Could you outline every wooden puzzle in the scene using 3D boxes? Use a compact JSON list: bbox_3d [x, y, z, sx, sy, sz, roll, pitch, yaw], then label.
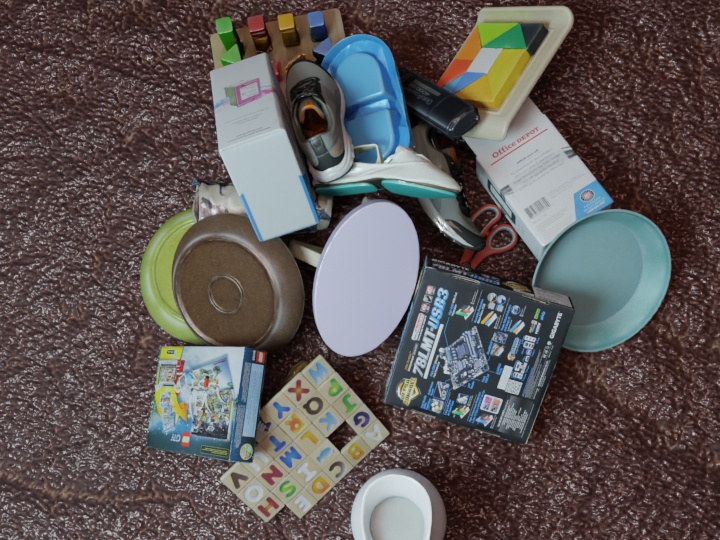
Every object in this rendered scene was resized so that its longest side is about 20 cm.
[{"bbox_3d":[0.176,-0.277,1.203,0.184,0.037,0.201,21,79,52],"label":"wooden puzzle"}]

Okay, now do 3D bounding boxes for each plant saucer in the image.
[{"bbox_3d":[0.311,0.010,1.157,0.198,0.036,0.202,-5,114,-12],"label":"plant saucer"},{"bbox_3d":[-0.169,0.027,1.147,0.198,0.034,0.203,6,108,20],"label":"plant saucer"},{"bbox_3d":[-0.217,0.002,1.234,0.198,0.031,0.202,-1,80,3],"label":"plant saucer"}]

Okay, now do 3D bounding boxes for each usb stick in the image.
[{"bbox_3d":[0.092,-0.231,1.202,0.055,0.033,0.200,-41,39,-3],"label":"usb stick"}]

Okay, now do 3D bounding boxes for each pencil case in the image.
[{"bbox_3d":[-0.131,-0.092,1.205,0.198,0.078,0.090,-4,54,-10],"label":"pencil case"}]

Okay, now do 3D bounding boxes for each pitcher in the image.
[{"bbox_3d":[0.045,0.331,1.067,0.120,0.200,0.174,3,79,4],"label":"pitcher"}]

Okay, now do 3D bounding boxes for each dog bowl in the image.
[{"bbox_3d":[0.012,-0.212,1.177,0.110,0.049,0.202,-15,79,20],"label":"dog bowl"}]

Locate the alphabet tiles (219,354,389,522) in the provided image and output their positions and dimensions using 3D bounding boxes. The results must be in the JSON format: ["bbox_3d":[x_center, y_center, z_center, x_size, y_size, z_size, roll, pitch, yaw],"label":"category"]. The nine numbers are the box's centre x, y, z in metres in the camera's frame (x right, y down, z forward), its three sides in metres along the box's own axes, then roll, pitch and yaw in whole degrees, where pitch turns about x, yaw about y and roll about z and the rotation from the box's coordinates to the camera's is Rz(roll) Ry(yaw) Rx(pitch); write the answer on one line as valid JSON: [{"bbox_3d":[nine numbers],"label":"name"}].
[{"bbox_3d":[-0.078,0.229,1.139,0.200,0.008,0.168,-43,120,-6],"label":"alphabet tiles"}]

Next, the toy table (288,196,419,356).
[{"bbox_3d":[0.000,0.000,1.151,0.183,0.117,0.201,26,97,-16],"label":"toy table"}]

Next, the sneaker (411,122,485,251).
[{"bbox_3d":[0.113,-0.114,1.195,0.079,0.074,0.201,-36,75,16],"label":"sneaker"}]

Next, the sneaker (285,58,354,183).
[{"bbox_3d":[-0.057,-0.207,1.115,0.073,0.080,0.201,-23,52,8],"label":"sneaker"}]

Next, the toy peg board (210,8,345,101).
[{"bbox_3d":[-0.111,-0.277,1.248,0.197,0.098,0.202,-11,79,1],"label":"toy peg board"}]

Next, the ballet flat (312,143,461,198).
[{"bbox_3d":[0.031,-0.127,1.105,0.198,0.069,0.070,4,79,23],"label":"ballet flat"}]

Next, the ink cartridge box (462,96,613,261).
[{"bbox_3d":[0.237,-0.128,1.205,0.115,0.068,0.201,-31,70,-3],"label":"ink cartridge box"}]

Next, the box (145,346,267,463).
[{"bbox_3d":[-0.202,0.168,1.134,0.199,0.037,0.138,-4,76,47],"label":"box"}]

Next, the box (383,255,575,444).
[{"bbox_3d":[0.149,0.104,1.129,0.196,0.050,0.202,16,109,1],"label":"box"}]

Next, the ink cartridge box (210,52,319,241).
[{"bbox_3d":[-0.122,-0.158,1.103,0.084,0.145,0.201,-17,41,3],"label":"ink cartridge box"}]

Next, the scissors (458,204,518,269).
[{"bbox_3d":[0.140,-0.004,1.224,0.073,0.014,0.200,41,85,9],"label":"scissors"}]

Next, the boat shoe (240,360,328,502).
[{"bbox_3d":[-0.107,0.214,1.173,0.068,0.072,0.201,36,90,37],"label":"boat shoe"}]
